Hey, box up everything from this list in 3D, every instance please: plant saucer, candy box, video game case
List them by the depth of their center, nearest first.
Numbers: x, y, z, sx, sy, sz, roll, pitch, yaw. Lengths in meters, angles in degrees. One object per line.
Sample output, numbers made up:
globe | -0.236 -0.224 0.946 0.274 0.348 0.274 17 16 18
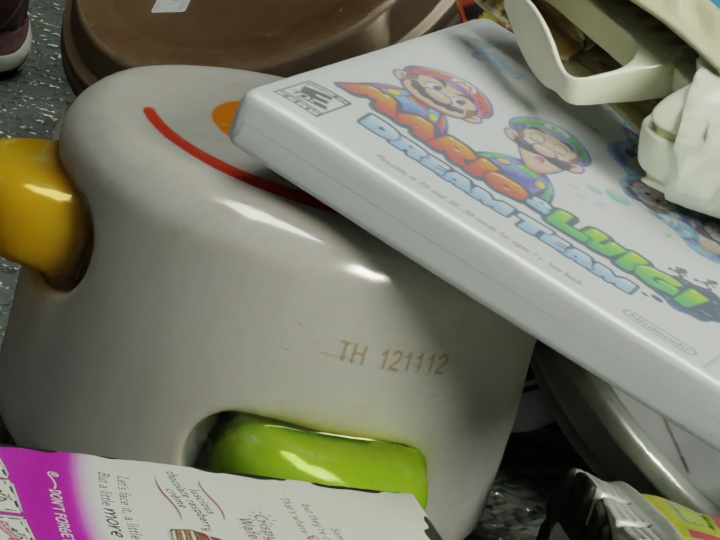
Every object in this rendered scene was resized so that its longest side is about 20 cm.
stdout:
candy box | -0.060 0.109 0.807 0.199 0.061 0.136 8 20 -22
video game case | 0.080 -0.018 0.942 0.199 0.024 0.182 32 25 18
plant saucer | 0.118 0.041 1.093 0.200 0.050 0.201 36 32 -26
plant saucer | -0.037 -0.130 1.189 0.199 0.030 0.201 -12 44 12

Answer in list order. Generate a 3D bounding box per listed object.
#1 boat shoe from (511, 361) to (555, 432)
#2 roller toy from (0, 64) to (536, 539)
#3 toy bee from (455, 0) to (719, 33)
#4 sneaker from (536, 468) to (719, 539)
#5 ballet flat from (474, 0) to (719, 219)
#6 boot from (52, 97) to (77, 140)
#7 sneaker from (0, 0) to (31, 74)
boat shoe | 0.002 -0.001 1.130 0.199 0.068 0.073 30 37 34
roller toy | -0.029 0.008 0.989 0.199 0.141 0.182 26 20 25
toy bee | 0.125 -0.069 1.066 0.199 0.109 0.131 4 -10 38
sneaker | 0.122 0.123 0.903 0.090 0.079 0.200 13 19 -17
ballet flat | 0.106 -0.060 0.956 0.069 0.070 0.200 -2 38 -43
boot | -0.028 -0.062 1.216 0.199 0.073 0.090 -8 3 -29
sneaker | -0.213 -0.146 1.290 0.075 0.116 0.200 24 20 20
